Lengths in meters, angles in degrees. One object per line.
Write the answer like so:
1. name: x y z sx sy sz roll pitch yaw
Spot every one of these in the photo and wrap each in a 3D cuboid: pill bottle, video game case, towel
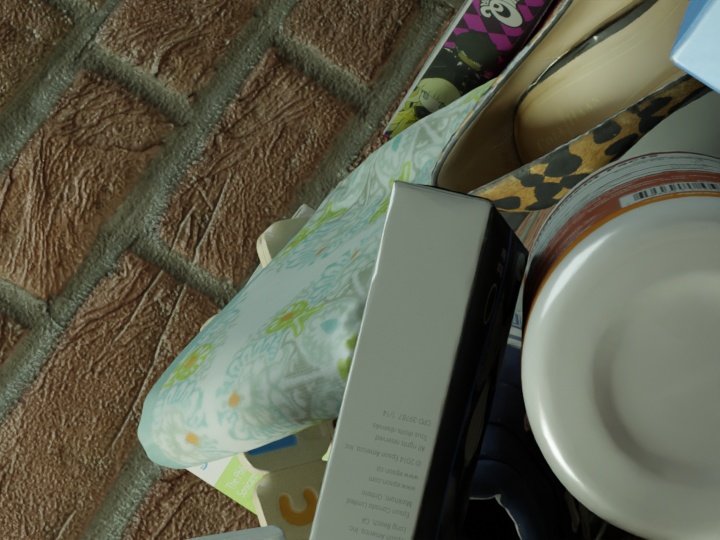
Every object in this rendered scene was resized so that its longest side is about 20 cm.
1. pill bottle: 0.112 0.018 0.750 0.112 0.112 0.200 -57 1 10
2. video game case: 0.095 -0.170 1.068 0.200 0.036 0.181 -58 2 -35
3. towel: 0.000 0.000 0.946 0.171 0.048 0.200 -28 20 53

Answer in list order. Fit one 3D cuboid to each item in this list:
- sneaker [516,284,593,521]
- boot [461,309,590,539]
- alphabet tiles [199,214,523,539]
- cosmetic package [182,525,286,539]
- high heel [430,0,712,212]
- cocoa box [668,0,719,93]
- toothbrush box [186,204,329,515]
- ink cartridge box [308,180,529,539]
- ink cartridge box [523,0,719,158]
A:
1. sneaker: 0.088 0.043 0.948 0.116 0.073 0.200 -56 -23 -29
2. boot: 0.053 0.110 0.860 0.200 0.072 0.091 73 -162 -47
3. alphabet tiles: 0.021 0.064 1.043 0.195 0.201 0.015 -12 -14 -33
4. cosmetic package: -0.062 0.203 0.798 0.085 0.107 0.201 135 124 -84
5. high heel: 0.091 -0.089 0.767 0.142 0.072 0.200 -29 -21 -12
6. cocoa box: 0.188 -0.115 0.516 0.200 0.133 0.131 -57 2 36
7. toothbrush box: 0.009 0.084 1.147 0.146 0.200 0.086 -57 1 45
8. ink cartridge box: 0.012 0.077 0.709 0.099 0.039 0.201 36 -112 -77
9. ink cartridge box: 0.169 -0.116 1.056 0.145 0.145 0.200 -57 2 25
